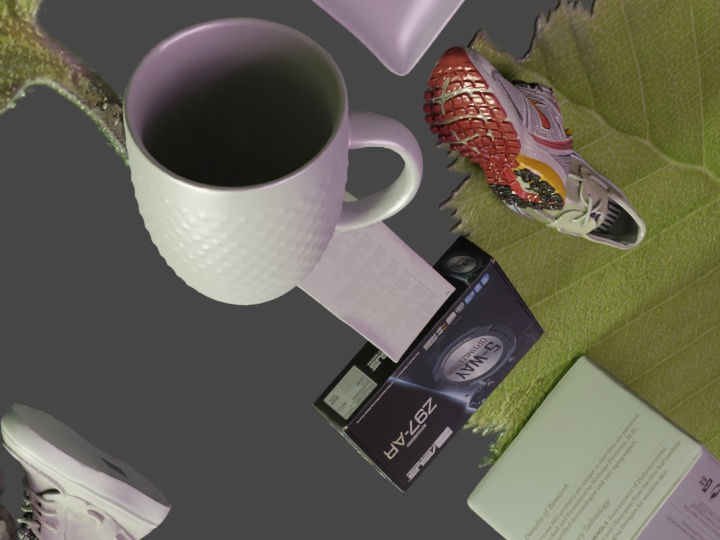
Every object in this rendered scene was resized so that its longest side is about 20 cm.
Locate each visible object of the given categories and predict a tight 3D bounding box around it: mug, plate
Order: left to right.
[{"bbox_3d":[-0.056,-0.063,1.393,0.199,0.148,0.176,-5,146,-4],"label":"mug"},{"bbox_3d":[0.039,-0.258,1.456,0.200,0.032,0.200,-54,148,2],"label":"plate"}]

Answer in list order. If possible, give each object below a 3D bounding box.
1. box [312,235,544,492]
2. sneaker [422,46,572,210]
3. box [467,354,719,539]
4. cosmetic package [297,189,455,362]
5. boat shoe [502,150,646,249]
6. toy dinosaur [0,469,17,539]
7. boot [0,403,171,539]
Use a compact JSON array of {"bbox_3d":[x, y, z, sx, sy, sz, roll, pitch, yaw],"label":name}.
[{"bbox_3d":[0.063,0.086,1.806,0.200,0.044,0.160,-48,147,-7],"label":"box"},{"bbox_3d":[0.114,-0.126,1.655,0.200,0.078,0.082,46,55,-52],"label":"sneaker"},{"bbox_3d":[0.256,0.233,2.068,0.200,0.171,0.199,-52,148,-1],"label":"box"},{"bbox_3d":[0.000,0.000,1.639,0.083,0.051,0.200,-49,148,0],"label":"cosmetic package"},{"bbox_3d":[0.193,-0.065,1.803,0.200,0.062,0.072,13,111,-54],"label":"boat shoe"},{"bbox_3d":[-0.282,0.215,1.482,0.088,0.047,0.200,-16,125,-6],"label":"toy dinosaur"},{"bbox_3d":[-0.224,0.174,1.512,0.096,0.074,0.200,-47,143,0],"label":"boot"}]
